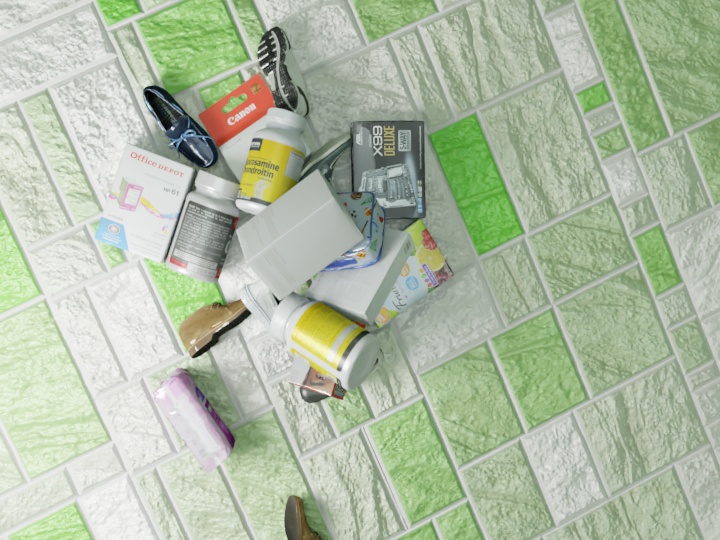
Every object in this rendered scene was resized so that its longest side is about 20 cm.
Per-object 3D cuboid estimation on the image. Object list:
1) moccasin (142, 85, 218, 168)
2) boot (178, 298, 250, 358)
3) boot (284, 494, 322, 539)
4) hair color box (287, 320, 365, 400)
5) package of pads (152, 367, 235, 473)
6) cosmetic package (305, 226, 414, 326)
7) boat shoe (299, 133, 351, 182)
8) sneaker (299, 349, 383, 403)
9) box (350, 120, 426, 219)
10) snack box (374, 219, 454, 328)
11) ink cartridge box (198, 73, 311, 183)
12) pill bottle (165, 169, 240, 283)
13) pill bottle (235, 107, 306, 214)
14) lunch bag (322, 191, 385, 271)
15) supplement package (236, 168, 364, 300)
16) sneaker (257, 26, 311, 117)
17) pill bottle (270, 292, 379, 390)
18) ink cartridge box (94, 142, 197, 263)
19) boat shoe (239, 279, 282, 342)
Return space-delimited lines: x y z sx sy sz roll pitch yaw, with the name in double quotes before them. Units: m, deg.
"moccasin" -0.372 -0.284 1.465 0.200 0.068 0.081 44 99 -3
"boot" -0.284 0.088 1.491 0.198 0.074 0.076 -37 77 -8
"boot" -0.115 0.568 1.543 0.074 0.073 0.205 -10 98 -25
"hair color box" -0.062 0.148 1.485 0.109 0.064 0.204 11 78 27
"package of pads" -0.335 0.298 1.469 0.075 0.120 0.202 -35 95 -4
"cosmetic package" 0.000 0.000 1.460 0.148 0.052 0.202 15 62 31
"boat shoe" -0.088 -0.204 1.513 0.199 0.073 0.062 -41 110 -1
"sneaker" -0.040 0.216 1.521 0.198 0.088 0.075 -32 97 -3
"box" 0.058 -0.211 1.535 0.154 0.050 0.205 -1 93 -7
"snack box" 0.081 0.006 1.544 0.198 0.053 0.144 -34 94 -4
"ink cartridge box" -0.218 -0.280 1.500 0.161 0.057 0.202 -34 100 -5
"pill bottle" -0.308 -0.088 1.458 0.112 0.114 0.204 19 92 -7
"pill bottle" -0.169 -0.208 1.429 0.110 0.112 0.205 15 86 -7
"lunch bag" -0.050 -0.071 1.455 0.196 0.076 0.164 -7 60 22
"supplement package" -0.113 -0.067 1.353 0.198 0.118 0.118 -35 128 5
"sneaker" -0.155 -0.402 1.500 0.072 0.080 0.205 -18 79 24
"pill bottle" -0.070 0.131 1.393 0.198 0.114 0.116 29 89 23
"ink cartridge box" -0.428 -0.135 1.460 0.142 0.085 0.204 19 88 -7
"boat shoe" -0.169 0.082 1.452 0.066 0.200 0.074 -31 60 3
